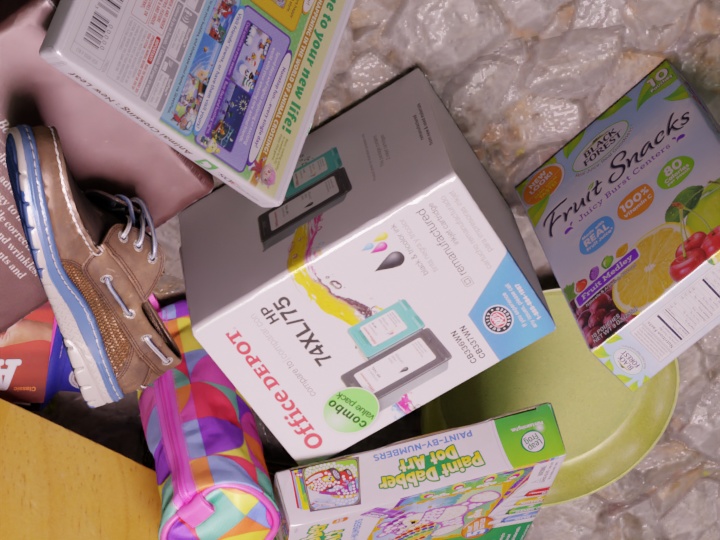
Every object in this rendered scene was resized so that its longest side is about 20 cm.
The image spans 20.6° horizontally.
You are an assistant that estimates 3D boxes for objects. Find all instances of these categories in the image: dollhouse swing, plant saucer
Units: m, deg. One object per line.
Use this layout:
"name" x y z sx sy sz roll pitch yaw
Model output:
"dollhouse swing" -0.213 0.209 1.367 0.199 0.183 0.176 28 129 -20
"plant saucer" 0.139 0.090 1.482 0.198 0.031 0.202 -6 123 -9

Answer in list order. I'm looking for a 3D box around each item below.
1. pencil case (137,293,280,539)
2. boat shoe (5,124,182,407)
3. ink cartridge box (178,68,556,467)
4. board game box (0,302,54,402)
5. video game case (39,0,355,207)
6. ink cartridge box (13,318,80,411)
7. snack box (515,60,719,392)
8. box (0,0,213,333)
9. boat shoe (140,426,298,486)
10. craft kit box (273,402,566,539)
"pencil case" -0.112 0.107 1.348 0.087 0.201 0.089 -10 132 -11
"boat shoe" -0.151 -0.010 1.143 0.072 0.073 0.201 -18 136 -6
"ink cartridge box" 0.000 0.000 1.325 0.199 0.147 0.147 -30 123 10
"board game box" -0.303 0.040 1.312 0.198 0.019 0.104 1 118 -21
"video game case" -0.081 -0.167 1.155 0.182 0.022 0.202 34 67 -38
"ink cartridge box" -0.267 0.045 1.371 0.198 0.037 0.095 6 120 -18
"snack box" 0.191 -0.033 1.310 0.142 0.201 0.053 -39 122 15
"box" -0.221 -0.090 1.211 0.199 0.165 0.166 -32 123 10
"boat shoe" -0.079 0.174 1.469 0.199 0.068 0.072 28 112 -27
"craft kit box" 0.033 0.168 1.397 0.195 0.049 0.200 -11 156 -9
